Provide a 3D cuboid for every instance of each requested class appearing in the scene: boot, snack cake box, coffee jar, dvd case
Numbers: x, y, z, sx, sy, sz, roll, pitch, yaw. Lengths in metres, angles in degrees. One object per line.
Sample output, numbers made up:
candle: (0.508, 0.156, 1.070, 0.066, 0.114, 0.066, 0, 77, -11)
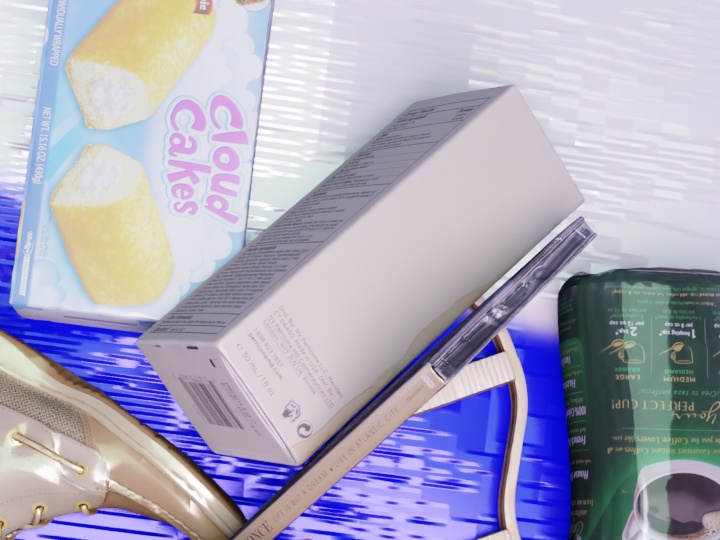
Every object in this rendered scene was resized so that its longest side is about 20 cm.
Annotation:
boot: (-0.170, 0.126, 0.917, 0.199, 0.073, 0.156, 31, 79, 6)
snack cake box: (-0.108, -0.070, 0.957, 0.114, 0.067, 0.202, 6, 82, -3)
coffee jar: (0.151, 0.103, 0.947, 0.103, 0.085, 0.202, 3, 81, -8)
dvd case: (0.015, 0.062, 0.858, 0.016, 0.200, 0.149, 46, 41, 3)

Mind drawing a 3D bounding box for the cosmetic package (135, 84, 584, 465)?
cosmetic package: (0.000, 0.000, 0.893, 0.200, 0.103, 0.073, -40, 107, -22)

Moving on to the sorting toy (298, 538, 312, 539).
sorting toy: (-0.077, 0.218, 0.859, 0.197, 0.070, 0.201, -13, 116, 22)

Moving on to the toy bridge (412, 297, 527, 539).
toy bridge: (0.051, 0.060, 0.973, 0.067, 0.027, 0.202, -18, 83, -9)
